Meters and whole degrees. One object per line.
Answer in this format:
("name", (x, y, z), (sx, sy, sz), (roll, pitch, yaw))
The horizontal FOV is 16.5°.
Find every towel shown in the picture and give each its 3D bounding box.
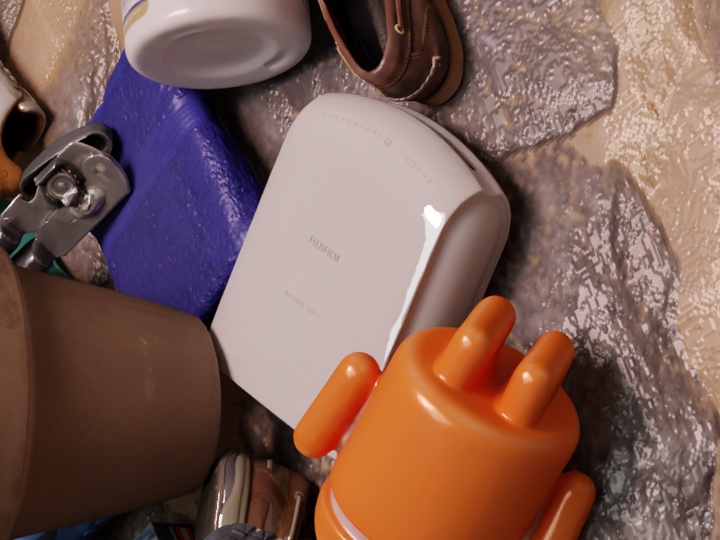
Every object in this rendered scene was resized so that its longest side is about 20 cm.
("towel", (-0.123, -0.048, 1.643), (0.148, 0.050, 0.200), (-53, 51, 34))

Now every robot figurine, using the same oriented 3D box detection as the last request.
("robot figurine", (0.048, 0.114, 1.388), (0.200, 0.144, 0.117), (-62, 32, 26))

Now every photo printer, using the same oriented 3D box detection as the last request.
("photo printer", (0.000, 0.000, 1.490), (0.166, 0.069, 0.200), (36, 109, 42))

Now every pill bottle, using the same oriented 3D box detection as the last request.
("pill bottle", (-0.099, -0.229, 1.590), (0.120, 0.120, 0.200), (-23, 65, 41))

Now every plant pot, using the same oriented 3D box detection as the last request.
("plant pot", (-0.184, 0.079, 1.520), (0.200, 0.174, 0.201), (180, 90, -68))

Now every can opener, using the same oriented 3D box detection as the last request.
("can opener", (-0.232, -0.020, 1.672), (0.200, 0.053, 0.067), (-42, 23, 22))

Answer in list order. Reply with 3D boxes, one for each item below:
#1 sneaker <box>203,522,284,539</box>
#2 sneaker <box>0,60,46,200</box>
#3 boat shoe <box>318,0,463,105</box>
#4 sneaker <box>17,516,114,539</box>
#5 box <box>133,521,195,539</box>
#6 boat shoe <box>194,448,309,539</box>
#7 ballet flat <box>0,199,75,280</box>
("sneaker", (-0.047, 0.241, 1.448), (0.086, 0.078, 0.200), (-18, 104, 56))
("sneaker", (-0.271, -0.125, 1.801), (0.073, 0.085, 0.200), (92, 173, -54))
("boat shoe", (0.000, -0.190, 1.522), (0.070, 0.070, 0.200), (-47, 53, 31))
("sneaker", (-0.186, 0.154, 1.658), (0.078, 0.066, 0.200), (24, 119, 6))
("box", (-0.158, 0.277, 1.626), (0.200, 0.040, 0.137), (-45, 54, 31))
("boat shoe", (-0.067, 0.211, 1.514), (0.076, 0.072, 0.200), (153, 126, -71))
("ballet flat", (-0.240, 0.015, 1.737), (0.200, 0.067, 0.070), (41, 128, 43))
